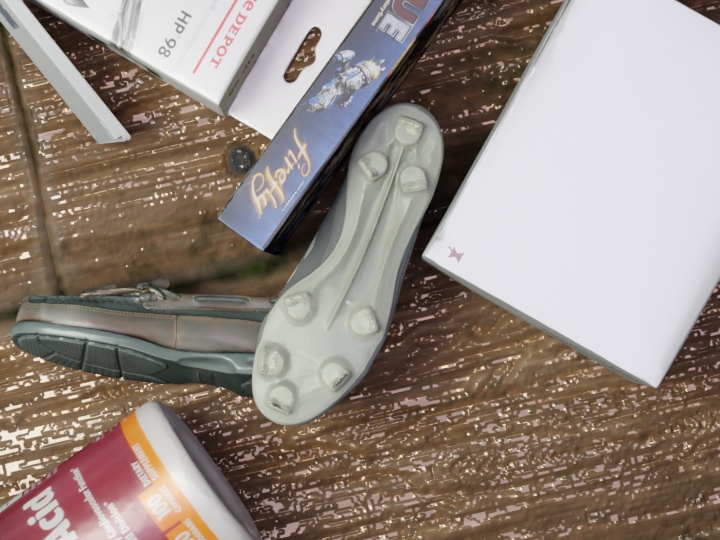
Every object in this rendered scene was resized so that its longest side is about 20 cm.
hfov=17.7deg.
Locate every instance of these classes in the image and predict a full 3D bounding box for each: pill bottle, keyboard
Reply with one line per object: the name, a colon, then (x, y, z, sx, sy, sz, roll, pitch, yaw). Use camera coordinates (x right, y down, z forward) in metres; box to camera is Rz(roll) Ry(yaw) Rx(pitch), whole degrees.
pill bottle: (-0.167, 0.176, 1.347, 0.200, 0.114, 0.114, -36, 89, 0)
keyboard: (-0.206, -0.153, 1.356, 0.011, 0.056, 0.200, -41, 106, -12)

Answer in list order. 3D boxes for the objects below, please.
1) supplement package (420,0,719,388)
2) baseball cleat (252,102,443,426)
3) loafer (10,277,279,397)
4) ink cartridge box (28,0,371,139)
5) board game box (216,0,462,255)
supplement package: (0.150, -0.055, 1.349, 0.156, 0.111, 0.200, 30, 90, 2)
baseball cleat: (0.000, 0.000, 1.351, 0.070, 0.106, 0.200, 28, 89, 5)
loafer: (-0.106, 0.034, 1.381, 0.200, 0.072, 0.063, 10, 70, -6)
ink cartridge box: (-0.104, -0.173, 1.376, 0.200, 0.067, 0.116, 30, 89, 2)
board game box: (-0.007, -0.099, 1.340, 0.035, 0.135, 0.200, 36, 90, 1)
